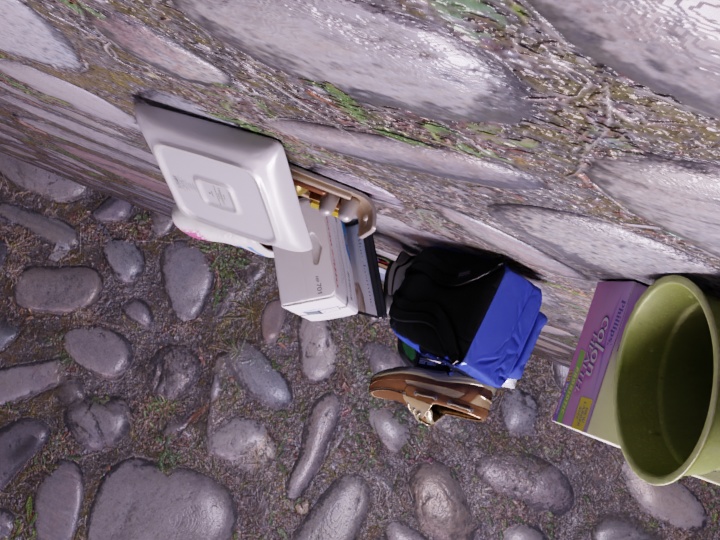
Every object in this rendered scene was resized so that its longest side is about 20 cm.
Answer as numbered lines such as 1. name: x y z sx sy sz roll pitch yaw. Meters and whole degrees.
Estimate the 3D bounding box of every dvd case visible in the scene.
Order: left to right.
1. dvd case: 0.000 0.000 1.446 0.017 0.145 0.200 -10 -178 -12

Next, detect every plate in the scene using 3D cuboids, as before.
1. plate: -0.163 -0.099 1.083 0.197 0.033 0.201 18 151 20

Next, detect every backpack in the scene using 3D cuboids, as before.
1. backpack: 0.144 0.068 1.293 0.167 0.164 0.199 37 169 -38

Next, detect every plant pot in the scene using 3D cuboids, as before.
1. plant pot: 0.379 0.119 0.906 0.187 0.203 0.200 9 178 -11

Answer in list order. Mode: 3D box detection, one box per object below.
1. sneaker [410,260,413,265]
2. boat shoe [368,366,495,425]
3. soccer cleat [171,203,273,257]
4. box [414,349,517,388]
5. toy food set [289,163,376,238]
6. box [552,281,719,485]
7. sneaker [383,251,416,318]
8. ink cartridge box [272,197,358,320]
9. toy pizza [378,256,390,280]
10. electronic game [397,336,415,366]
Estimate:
1. sneaker: 0.166 0.034 1.418 0.198 0.081 0.077 22 176 -11
2. boat shoe: 0.101 0.188 1.361 0.197 0.075 0.076 -3 155 30
3. soccer cleat: -0.193 -0.073 1.435 0.198 0.071 0.086 16 169 -26
4. box: 0.168 0.103 1.461 0.158 0.044 0.201 9 -154 0
5. toy food set: -0.078 -0.088 1.166 0.197 0.061 0.143 22 176 -5
6. box: 0.351 0.130 1.061 0.197 0.178 0.097 21 175 -11
7. sneaker: 0.101 0.024 1.461 0.114 0.077 0.201 9 -157 11
8. ink cartridge box: -0.066 -0.012 1.353 0.085 0.149 0.200 -11 170 9
9. toy pizza: 0.015 -0.016 1.859 0.198 0.032 0.200 22 176 2
10. electronic game: 0.158 0.128 1.510 0.197 0.042 0.201 4 -146 -3
